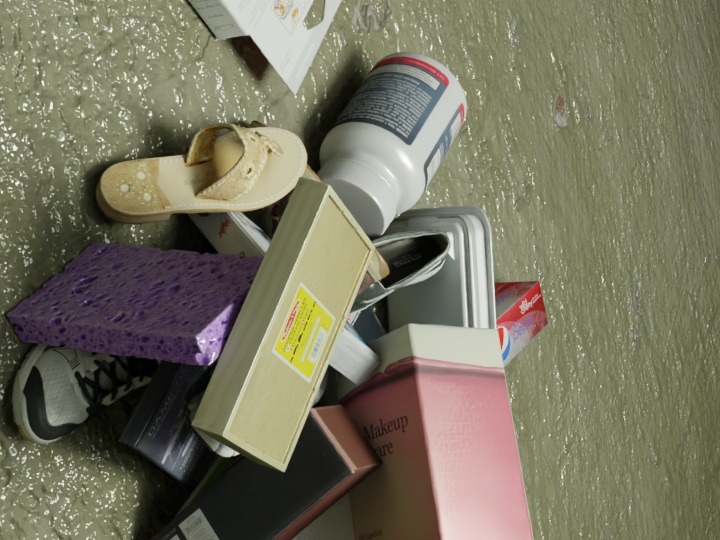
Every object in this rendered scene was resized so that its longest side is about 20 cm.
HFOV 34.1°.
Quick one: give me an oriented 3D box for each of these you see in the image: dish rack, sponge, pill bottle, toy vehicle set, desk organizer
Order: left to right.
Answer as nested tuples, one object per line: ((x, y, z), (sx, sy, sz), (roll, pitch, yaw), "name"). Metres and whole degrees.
((-0.166, 0.023, 0.909), (0.112, 0.200, 0.030), (-47, 131, -44), "sponge")
((-0.082, 0.203, 1.019), (0.072, 0.200, 0.077), (53, 16, 17), "desk organizer")
((-0.052, 0.044, 0.891), (0.200, 0.026, 0.124), (-68, 156, -15), "toy vehicle set")
((0.025, -0.130, 1.252), (0.200, 0.119, 0.120), (-59, 133, -37), "pill bottle")
((0.078, 0.031, 1.295), (0.044, 0.172, 0.200), (-4, 92, -34), "dish rack")

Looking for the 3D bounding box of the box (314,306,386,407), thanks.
((-0.028, 0.140, 1.232), (0.200, 0.046, 0.159), (-59, 133, -36), "box")

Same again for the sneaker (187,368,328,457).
((-0.062, 0.094, 1.013), (0.075, 0.087, 0.200), (53, 26, 1), "sneaker")

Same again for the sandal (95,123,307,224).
((-0.122, -0.093, 1.021), (0.212, 0.070, 0.078), (-18, 76, -32), "sandal")

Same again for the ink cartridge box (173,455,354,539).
((-0.062, 0.219, 1.116), (0.200, 0.076, 0.148), (37, 88, -19), "ink cartridge box")

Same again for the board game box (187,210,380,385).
((-0.073, 0.011, 1.060), (0.035, 0.200, 0.126), (-46, 135, 2), "board game box")

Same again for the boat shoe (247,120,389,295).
((-0.059, -0.055, 1.137), (0.200, 0.072, 0.072), (51, 0, 4), "boat shoe")

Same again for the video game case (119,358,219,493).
((-0.136, 0.109, 1.012), (0.143, 0.019, 0.200), (-63, 163, -16), "video game case")

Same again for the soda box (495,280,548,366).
((0.162, 0.079, 1.480), (0.200, 0.070, 0.063), (-36, 117, -49), "soda box")

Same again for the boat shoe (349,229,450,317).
((0.000, 0.000, 1.189), (0.200, 0.071, 0.072), (-25, 77, -19), "boat shoe")

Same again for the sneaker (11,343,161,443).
((-0.196, 0.068, 0.962), (0.200, 0.088, 0.076), (-46, 126, -44), "sneaker")

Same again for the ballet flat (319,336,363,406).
((-0.005, 0.122, 1.164), (0.200, 0.067, 0.070), (55, 41, -39), "ballet flat")

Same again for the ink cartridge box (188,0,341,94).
((-0.090, -0.301, 1.161), (0.174, 0.044, 0.200), (52, 49, -41), "ink cartridge box")

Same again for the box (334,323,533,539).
((0.062, 0.161, 1.057), (0.109, 0.128, 0.200), (5, 67, -35), "box")
